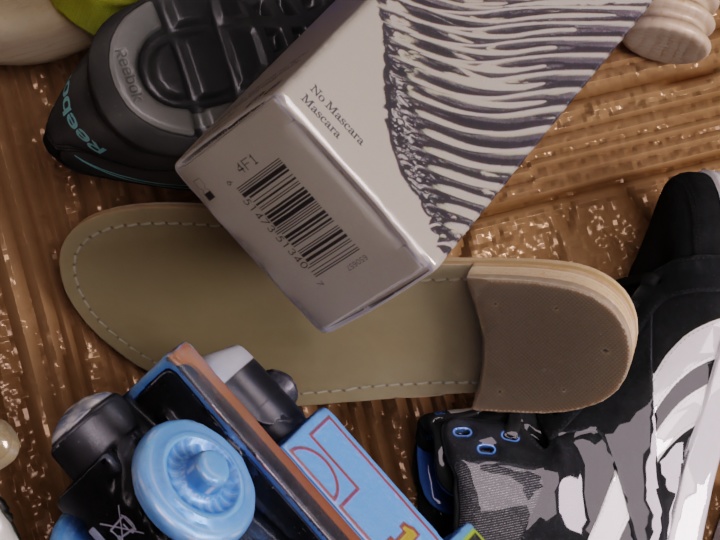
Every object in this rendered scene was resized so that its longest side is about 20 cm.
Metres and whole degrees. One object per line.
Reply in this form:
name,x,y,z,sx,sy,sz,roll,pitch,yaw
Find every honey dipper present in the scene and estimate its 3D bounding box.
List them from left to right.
honey dipper,0.142,-0.184,0.924,0.038,0.038,0.201,16,74,-13

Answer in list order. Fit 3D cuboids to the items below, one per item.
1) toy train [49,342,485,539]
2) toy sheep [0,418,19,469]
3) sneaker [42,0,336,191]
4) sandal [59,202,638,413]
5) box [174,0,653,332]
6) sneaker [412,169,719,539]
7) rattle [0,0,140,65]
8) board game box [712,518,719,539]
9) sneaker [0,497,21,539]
toy train,-0.019,0.110,0.772,0.200,0.087,0.114,48,40,1
toy sheep,-0.183,0.040,0.691,0.137,0.200,0.138,-7,121,-12
sneaker,-0.028,-0.072,0.837,0.199,0.079,0.076,-7,74,-38
sandal,0.000,0.005,0.832,0.211,0.070,0.078,7,117,11
box,0.029,-0.073,0.784,0.082,0.068,0.200,47,50,-10
sneaker,0.080,0.045,0.843,0.111,0.073,0.201,15,76,-12
rattle,-0.166,-0.156,0.811,0.199,0.130,0.143,-1,68,9
board game box,0.207,0.208,0.859,0.195,0.056,0.201,25,74,-10
sneaker,-0.140,0.135,0.770,0.088,0.077,0.200,-33,83,-10
